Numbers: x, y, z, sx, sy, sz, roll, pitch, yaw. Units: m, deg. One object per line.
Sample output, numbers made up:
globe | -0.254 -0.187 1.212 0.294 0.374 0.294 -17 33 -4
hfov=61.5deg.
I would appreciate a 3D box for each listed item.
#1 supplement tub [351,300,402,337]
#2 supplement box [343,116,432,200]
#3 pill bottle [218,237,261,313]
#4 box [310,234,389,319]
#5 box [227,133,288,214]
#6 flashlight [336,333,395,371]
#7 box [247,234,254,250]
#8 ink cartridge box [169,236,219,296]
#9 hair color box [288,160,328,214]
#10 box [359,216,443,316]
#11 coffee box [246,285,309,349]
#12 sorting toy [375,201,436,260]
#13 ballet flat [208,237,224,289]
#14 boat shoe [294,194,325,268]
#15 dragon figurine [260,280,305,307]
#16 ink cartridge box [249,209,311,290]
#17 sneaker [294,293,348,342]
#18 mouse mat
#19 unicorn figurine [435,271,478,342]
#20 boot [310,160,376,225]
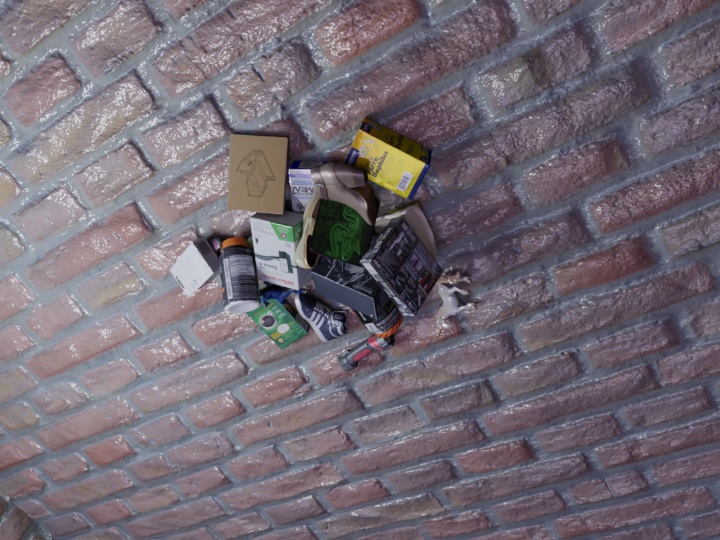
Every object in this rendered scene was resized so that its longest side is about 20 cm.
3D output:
supplement tub | 0.032 0.091 1.762 0.121 0.123 0.201 -27 112 23
supplement box | 0.070 -0.285 1.539 0.198 0.109 0.110 25 121 -6
pill bottle | -0.345 0.010 1.718 0.104 0.203 0.106 -10 161 -3
box | 0.000 0.000 1.630 0.198 0.183 0.105 21 151 23
box | -0.276 -0.257 1.620 0.161 0.021 0.204 5 97 8
flashlight | 0.018 0.254 1.897 0.067 0.068 0.199 24 129 -40
box | -0.216 -0.051 1.773 0.143 0.036 0.201 -30 110 25
ink cartridge box | -0.493 -0.007 1.813 0.110 0.050 0.199 55 137 0
hair color box | -0.130 -0.194 1.657 0.107 0.065 0.203 2 122 8
box | 0.109 -0.009 1.544 0.200 0.158 0.049 49 152 -25
coffee box | -0.265 0.144 1.892 0.122 0.044 0.200 -33 110 25
sorting toy | 0.097 -0.092 1.663 0.178 0.108 0.201 -11 126 29
ballet flat | -0.400 -0.001 1.810 0.069 0.071 0.203 -27 119 -26
boat shoe | -0.115 -0.100 1.594 0.073 0.066 0.203 9 97 -37
dragon figurine | -0.260 0.057 1.769 0.197 0.060 0.100 1 141 -6
ink cartridge box | -0.217 -0.061 1.677 0.145 0.083 0.203 13 125 24
sneaker | -0.111 0.129 1.840 0.107 0.071 0.201 -18 123 25
mouse mat | -0.039 -0.122 1.579 0.159 0.203 0.008 17 164 -14
unicorn figurine | 0.269 0.095 1.760 0.136 0.074 0.203 -9 105 26
boot | -0.044 -0.196 1.541 0.144 0.071 0.202 2 136 16
